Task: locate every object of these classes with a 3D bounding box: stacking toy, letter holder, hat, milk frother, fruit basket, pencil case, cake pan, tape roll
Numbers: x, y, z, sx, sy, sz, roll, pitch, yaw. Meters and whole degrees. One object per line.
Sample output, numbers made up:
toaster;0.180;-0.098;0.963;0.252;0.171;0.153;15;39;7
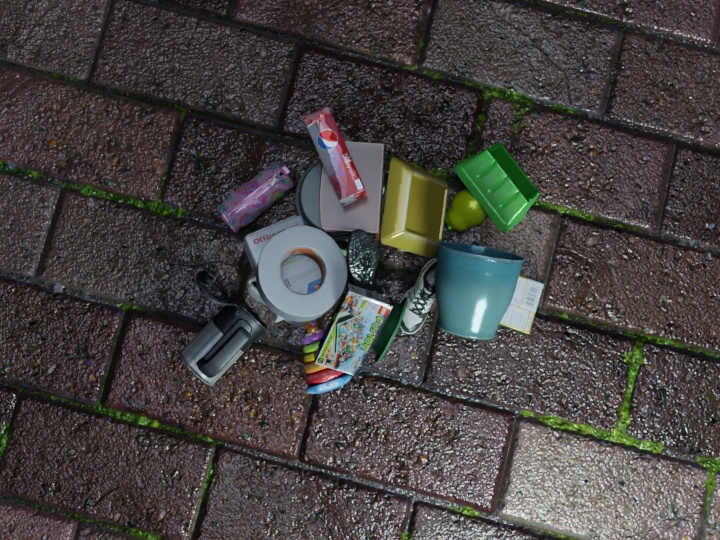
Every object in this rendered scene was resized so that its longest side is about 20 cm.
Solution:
stacking toy;-0.098;0.180;1.657;0.114;0.110;0.203;-17;88;-2
letter holder;-0.019;-0.179;1.591;0.139;0.101;0.204;3;85;2
hat;0.000;0.098;1.644;0.174;0.200;0.168;27;95;-1
milk frother;-0.348;0.131;1.628;0.200;0.181;0.188;45;85;1
fruit basket;0.298;-0.177;1.705;0.213;0.155;0.219;14;118;29
pencil case;-0.251;-0.181;1.709;0.199;0.087;0.088;-37;86;-3
cake pan;-0.056;-0.173;1.658;0.196;0.037;0.204;0;84;0
tape roll;-0.130;0.007;1.551;0.197;0.066;0.204;3;77;-12

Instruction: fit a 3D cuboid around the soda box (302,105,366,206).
soda box;-0.054;-0.245;1.515;0.063;0.070;0.203;-24;84;2

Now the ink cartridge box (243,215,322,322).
ink cartridge box;-0.168;-0.005;1.624;0.143;0.085;0.203;-22;83;-16

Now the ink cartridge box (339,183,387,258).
ink cartridge box;-0.031;-0.133;1.711;0.146;0.076;0.203;23;86;2

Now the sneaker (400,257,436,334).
sneaker;0.147;0.056;1.687;0.075;0.088;0.202;25;86;0

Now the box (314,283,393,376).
box;-0.017;0.133;1.556;0.108;0.035;0.202;18;116;-15

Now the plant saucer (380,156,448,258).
plant saucer;0.140;-0.144;1.654;0.048;0.198;0.204;2;81;44

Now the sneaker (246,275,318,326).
sneaker;-0.190;0.075;1.687;0.198;0.080;0.071;28;83;1

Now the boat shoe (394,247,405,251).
boat shoe;0.122;-0.145;1.720;0.065;0.074;0.204;6;88;-10

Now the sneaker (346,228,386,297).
sneaker;0.000;0.000;1.564;0.075;0.091;0.203;-17;116;-17

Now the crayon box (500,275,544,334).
crayon box;0.328;0.061;1.706;0.197;0.052;0.128;19;85;1

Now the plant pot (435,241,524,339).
plant pot;0.253;0.048;1.593;0.196;0.200;0.191;10;99;1
